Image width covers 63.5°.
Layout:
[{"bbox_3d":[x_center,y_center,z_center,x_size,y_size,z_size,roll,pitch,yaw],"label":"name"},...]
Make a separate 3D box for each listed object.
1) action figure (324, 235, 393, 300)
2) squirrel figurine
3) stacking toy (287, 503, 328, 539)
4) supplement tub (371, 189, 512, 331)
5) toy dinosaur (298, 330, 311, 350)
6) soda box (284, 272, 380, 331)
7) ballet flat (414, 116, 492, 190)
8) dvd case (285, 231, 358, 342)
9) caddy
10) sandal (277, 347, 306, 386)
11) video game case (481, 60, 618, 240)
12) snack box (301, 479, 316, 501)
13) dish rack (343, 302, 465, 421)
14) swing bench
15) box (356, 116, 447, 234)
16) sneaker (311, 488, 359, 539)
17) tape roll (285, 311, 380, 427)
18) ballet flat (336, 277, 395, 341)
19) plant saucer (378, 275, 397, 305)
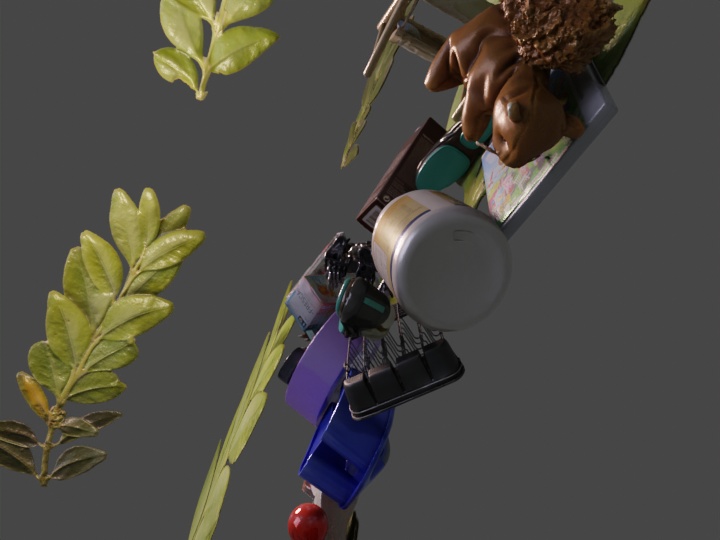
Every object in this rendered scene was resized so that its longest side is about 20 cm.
[{"bbox_3d":[0.000,0.000,0.913,0.200,0.116,0.105,-1,-72,-77],"label":"action figure"},{"bbox_3d":[0.179,-0.218,0.632,0.189,0.139,0.202,-95,28,-47],"label":"squirrel figurine"},{"bbox_3d":[-0.067,0.407,0.744,0.085,0.083,0.205,148,126,-66],"label":"stacking toy"},{"bbox_3d":[0.091,-0.023,0.736,0.147,0.142,0.200,-65,14,11],"label":"supplement tub"},{"bbox_3d":[-0.050,0.171,1.136,0.180,0.198,0.107,26,108,37],"label":"toy dinosaur"},{"bbox_3d":[-0.035,0.050,1.007,0.064,0.198,0.069,51,118,24],"label":"soda box"},{"bbox_3d":[0.160,-0.200,0.907,0.200,0.067,0.069,-43,17,39],"label":"ballet flat"},{"bbox_3d":[-0.050,0.044,1.078,0.022,0.148,0.201,-8,30,36],"label":"dvd case"},{"bbox_3d":[-0.004,0.230,0.803,0.143,0.104,0.200,-60,1,20],"label":"caddy"},{"bbox_3d":[-0.103,0.163,0.962,0.077,0.042,0.201,-53,-15,-18],"label":"sandal"},{"bbox_3d":[0.217,-0.162,0.712,0.184,0.022,0.201,-85,21,-47],"label":"video game case"},{"bbox_3d":[-0.058,0.357,0.989,0.200,0.024,0.073,153,136,-69],"label":"snack box"},{"bbox_3d":[0.048,0.100,0.775,0.150,0.055,0.201,-23,18,8],"label":"dish rack"},{"bbox_3d":[0.138,-0.390,0.969,0.200,0.195,0.132,-43,28,58],"label":"swing bench"},{"bbox_3d":[0.081,-0.156,1.009,0.202,0.074,0.100,-59,10,-24],"label":"box"},{"bbox_3d":[-0.055,0.361,0.857,0.084,0.074,0.204,-31,38,47],"label":"sneaker"},{"bbox_3d":[-0.036,0.149,0.942,0.201,0.065,0.201,-52,-15,-20],"label":"tape roll"},{"bbox_3d":[0.007,0.055,0.713,0.200,0.067,0.069,87,-156,-84],"label":"ballet flat"},{"bbox_3d":[0.088,-0.028,0.981,0.202,0.030,0.202,-59,17,30],"label":"plant saucer"}]
